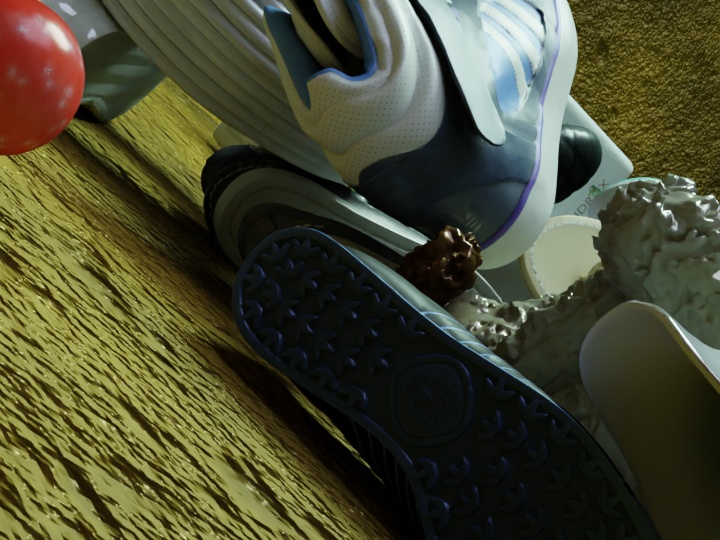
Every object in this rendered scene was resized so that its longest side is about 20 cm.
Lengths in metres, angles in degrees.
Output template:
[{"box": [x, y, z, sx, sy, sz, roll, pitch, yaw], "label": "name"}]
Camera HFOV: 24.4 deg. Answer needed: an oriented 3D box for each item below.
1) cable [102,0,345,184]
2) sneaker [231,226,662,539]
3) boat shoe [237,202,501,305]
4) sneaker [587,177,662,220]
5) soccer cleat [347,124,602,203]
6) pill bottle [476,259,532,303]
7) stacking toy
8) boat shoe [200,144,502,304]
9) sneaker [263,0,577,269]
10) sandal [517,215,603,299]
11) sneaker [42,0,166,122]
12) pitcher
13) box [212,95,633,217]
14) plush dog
[{"box": [-0.046, -0.125, 0.834, 0.200, 0.069, 0.200, 41, 16, -16], "label": "cable"}, {"box": [0.039, 0.060, 0.579, 0.200, 0.070, 0.078, 47, 8, 27], "label": "sneaker"}, {"box": [0.021, 0.023, 0.774, 0.200, 0.073, 0.063, 31, 13, -41], "label": "boat shoe"}, {"box": [0.183, 0.048, 1.005, 0.091, 0.077, 0.200, -75, 143, -58], "label": "sneaker"}, {"box": [0.055, -0.028, 0.958, 0.068, 0.200, 0.081, 84, -18, -46], "label": "soccer cleat"}, {"box": [0.106, 0.038, 1.079, 0.112, 0.112, 0.200, 42, 5, 11], "label": "pill bottle"}, {"box": [-0.156, -0.111, 0.598, 0.085, 0.085, 0.200, 36, 12, -48], "label": "stacking toy"}, {"box": [0.000, 0.000, 0.855, 0.200, 0.074, 0.060, 29, 15, -31], "label": "boat shoe"}, {"box": [0.024, -0.110, 0.732, 0.146, 0.081, 0.200, 40, 40, -35], "label": "sneaker"}, {"box": [0.182, 0.040, 0.895, 0.212, 0.078, 0.070, 45, -24, -7], "label": "sandal"}, {"box": [-0.155, -0.138, 0.842, 0.116, 0.074, 0.200, 44, 6, 4], "label": "sneaker"}, {"box": [0.189, 0.075, 0.564, 0.121, 0.200, 0.172, 177, -98, -68], "label": "pitcher"}, {"box": [0.043, -0.088, 1.218, 0.171, 0.200, 0.199, 40, 5, -41], "label": "box"}, {"box": [0.084, 0.067, 0.682, 0.172, 0.160, 0.200, 19, -31, 50], "label": "plush dog"}]
